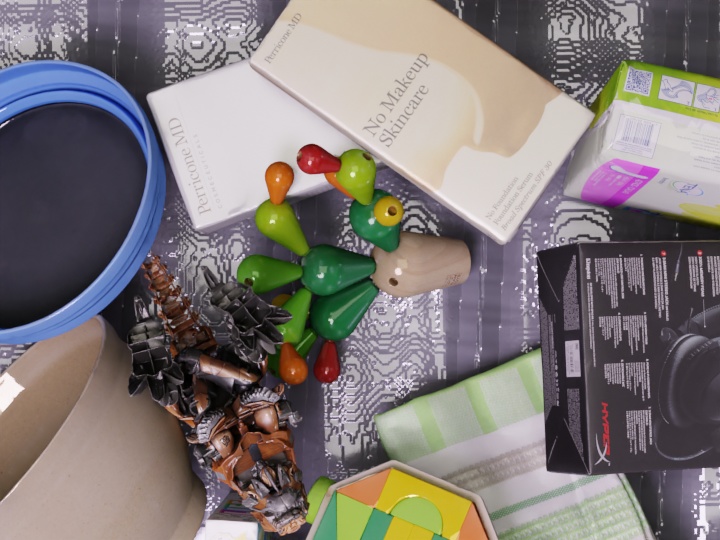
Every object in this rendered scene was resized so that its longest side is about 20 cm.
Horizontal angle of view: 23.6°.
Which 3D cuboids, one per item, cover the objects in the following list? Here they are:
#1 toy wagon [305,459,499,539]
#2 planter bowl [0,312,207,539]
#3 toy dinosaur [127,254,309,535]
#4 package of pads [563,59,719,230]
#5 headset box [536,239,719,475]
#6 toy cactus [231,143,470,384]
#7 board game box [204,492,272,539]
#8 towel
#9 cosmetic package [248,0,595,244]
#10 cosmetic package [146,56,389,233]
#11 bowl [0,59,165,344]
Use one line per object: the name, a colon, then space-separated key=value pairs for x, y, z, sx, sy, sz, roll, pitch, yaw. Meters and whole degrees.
toy wagon: x=0.013 y=0.227 z=1.105 sx=0.155 sy=0.040 sz=0.200 roll=21 pitch=77 yaw=15
planter bowl: x=-0.186 y=0.146 z=1.128 sx=0.135 sy=0.200 sz=0.200 roll=42 pitch=91 yaw=-22
toy dinosaur: x=-0.096 y=0.073 z=1.089 sx=0.200 sy=0.136 sz=0.102 roll=35 pitch=69 yaw=24
package of pads: x=0.220 y=-0.070 z=1.099 sx=0.154 sy=0.200 sz=0.068 roll=13 pitch=86 yaw=1
headset box: x=0.224 y=0.055 z=1.136 sx=0.199 sy=0.077 sz=0.149 roll=-2 pitch=86 yaw=-18
toy cactus: x=0.000 y=0.000 z=1.144 sx=0.165 sy=0.102 sz=0.200 roll=-4 pitch=125 yaw=-27
board game box: x=-0.085 y=0.256 z=1.141 sx=0.034 sy=0.134 sz=0.201 roll=4 pitch=90 yaw=1
towel: x=0.111 y=0.160 z=1.150 sx=0.149 sy=0.031 sz=0.200 roll=-21 pitch=73 yaw=-10
cosmetic package: x=0.038 y=-0.114 z=1.097 sx=0.200 sy=0.071 sz=0.105 roll=34 pitch=92 yaw=0
cosmetic package: x=-0.034 y=-0.104 z=1.170 sx=0.199 sy=0.074 sz=0.102 roll=-21 pitch=89 yaw=0
bowl: x=-0.222 y=-0.044 z=1.150 sx=0.200 sy=0.039 sz=0.201 roll=-8 pitch=64 yaw=18
